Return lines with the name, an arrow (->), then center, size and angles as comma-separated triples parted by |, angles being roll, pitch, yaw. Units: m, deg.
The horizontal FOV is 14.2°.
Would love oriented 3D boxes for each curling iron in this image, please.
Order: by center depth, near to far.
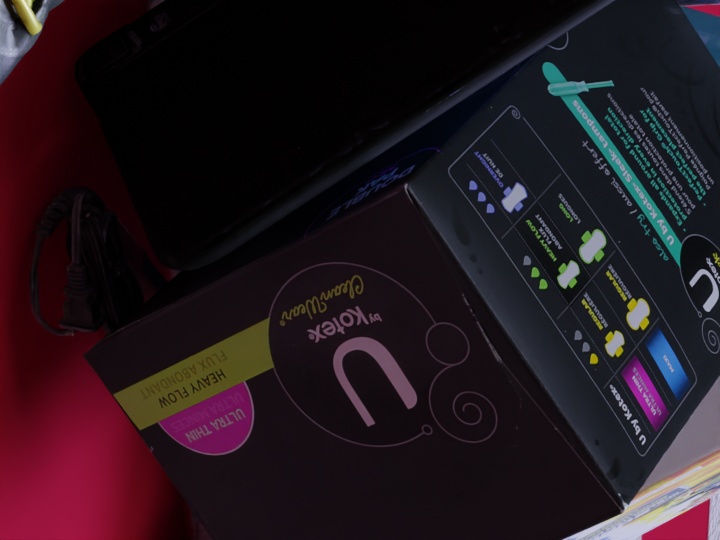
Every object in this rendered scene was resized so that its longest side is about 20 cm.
curling iron -> -0.063, 0.037, 0.992 | 0.200, 0.026, 0.050 | 56, 43, -52

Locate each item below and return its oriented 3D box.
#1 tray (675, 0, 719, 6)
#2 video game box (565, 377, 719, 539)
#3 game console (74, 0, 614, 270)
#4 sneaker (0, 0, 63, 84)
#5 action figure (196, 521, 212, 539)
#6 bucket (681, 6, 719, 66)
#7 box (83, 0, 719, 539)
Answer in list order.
tray -> 0.153, -0.120, 1.023 | 0.200, 0.107, 0.022 | -139, -153, -83
video game box -> 0.081, 0.086, 1.103 | 0.047, 0.200, 0.182 | 63, 13, 9
game console -> 0.023, -0.067, 0.923 | 0.200, 0.116, 0.176 | -32, 156, 3
sneaker -> -0.084, -0.114, 0.796 | 0.074, 0.085, 0.200 | 65, 42, -58
action figure -> -0.045, 0.138, 1.098 | 0.118, 0.055, 0.200 | 7, 89, -68
bucket -> 0.122, -0.031, 1.321 | 0.207, 0.135, 0.207 | 13, 90, -70
box -> 0.036, 0.007, 0.953 | 0.124, 0.148, 0.200 | 55, 37, -9
